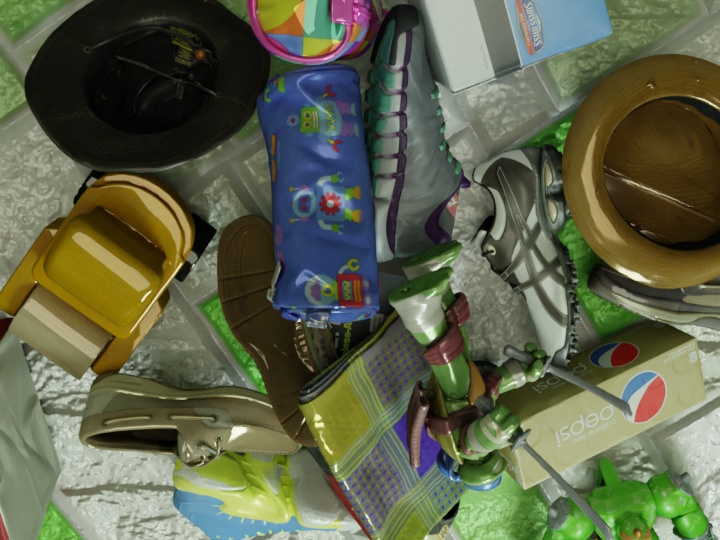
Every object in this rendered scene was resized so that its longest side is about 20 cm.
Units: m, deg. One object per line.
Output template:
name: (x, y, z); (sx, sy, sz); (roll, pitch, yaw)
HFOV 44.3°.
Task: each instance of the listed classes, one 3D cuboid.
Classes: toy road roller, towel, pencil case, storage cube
toy road roller: (-0.221, 0.008, 0.742); (0.122, 0.146, 0.201); (36, 102, -11)
towel: (0.035, 0.140, 0.754); (0.143, 0.023, 0.202); (-38, 115, -30)
pencil case: (-0.034, -0.055, 0.676); (0.086, 0.078, 0.203); (-3, 83, -17)
pencil case: (-0.026, -0.198, 0.668); (0.087, 0.200, 0.090); (2, 106, 7)
storage cube: (-0.379, 0.162, 0.757); (0.177, 0.200, 0.173); (-10, 110, -3)

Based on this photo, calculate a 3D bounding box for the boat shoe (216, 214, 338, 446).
boat shoe: (-0.063, 0.047, 0.746); (0.072, 0.063, 0.203); (-13, 103, 19)

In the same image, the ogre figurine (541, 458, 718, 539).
ogre figurine: (0.250, 0.255, 0.863); (0.197, 0.099, 0.121); (-3, 125, 14)

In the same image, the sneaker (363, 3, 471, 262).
sneaker: (0.048, -0.106, 0.705); (0.086, 0.075, 0.203); (1, 113, -12)

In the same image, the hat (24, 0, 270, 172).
hat: (-0.168, -0.137, 0.717); (0.197, 0.203, 0.081); (8, 146, -4)

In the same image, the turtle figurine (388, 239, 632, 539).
turtle figurine: (0.111, 0.075, 0.680); (0.143, 0.199, 0.196); (-37, 108, -36)

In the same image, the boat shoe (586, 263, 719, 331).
boat shoe: (0.301, 0.012, 0.809); (0.197, 0.074, 0.074); (11, 96, -14)

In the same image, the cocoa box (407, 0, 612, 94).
cocoa box: (0.094, -0.259, 0.683); (0.130, 0.134, 0.202); (-19, 106, 3)

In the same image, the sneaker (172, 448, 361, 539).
sneaker: (-0.091, 0.222, 0.859); (0.198, 0.076, 0.105); (21, 130, -15)

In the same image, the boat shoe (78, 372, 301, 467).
boat shoe: (-0.143, 0.142, 0.775); (0.197, 0.066, 0.073); (11, 138, -8)

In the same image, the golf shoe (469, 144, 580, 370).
golf shoe: (0.147, -0.008, 0.792); (0.093, 0.078, 0.203); (-6, 94, 10)

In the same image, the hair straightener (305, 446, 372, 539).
hair straightener: (-0.013, 0.168, 0.841); (0.200, 0.077, 0.041); (49, 144, 6)

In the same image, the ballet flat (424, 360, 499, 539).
ballet flat: (0.094, 0.183, 0.843); (0.056, 0.066, 0.203); (23, 105, 29)

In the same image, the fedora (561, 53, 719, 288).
fedora: (0.258, -0.084, 0.761); (0.197, 0.082, 0.204); (-1, 99, -6)

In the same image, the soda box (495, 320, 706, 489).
soda box: (0.210, 0.118, 0.804); (0.198, 0.064, 0.069); (-22, 110, -13)

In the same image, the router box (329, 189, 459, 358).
router box: (0.000, 0.000, 0.791); (0.147, 0.062, 0.203); (6, 106, -3)
